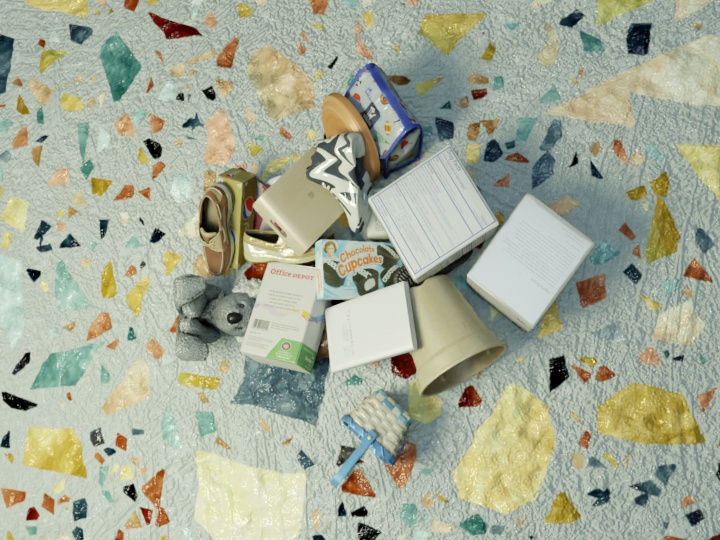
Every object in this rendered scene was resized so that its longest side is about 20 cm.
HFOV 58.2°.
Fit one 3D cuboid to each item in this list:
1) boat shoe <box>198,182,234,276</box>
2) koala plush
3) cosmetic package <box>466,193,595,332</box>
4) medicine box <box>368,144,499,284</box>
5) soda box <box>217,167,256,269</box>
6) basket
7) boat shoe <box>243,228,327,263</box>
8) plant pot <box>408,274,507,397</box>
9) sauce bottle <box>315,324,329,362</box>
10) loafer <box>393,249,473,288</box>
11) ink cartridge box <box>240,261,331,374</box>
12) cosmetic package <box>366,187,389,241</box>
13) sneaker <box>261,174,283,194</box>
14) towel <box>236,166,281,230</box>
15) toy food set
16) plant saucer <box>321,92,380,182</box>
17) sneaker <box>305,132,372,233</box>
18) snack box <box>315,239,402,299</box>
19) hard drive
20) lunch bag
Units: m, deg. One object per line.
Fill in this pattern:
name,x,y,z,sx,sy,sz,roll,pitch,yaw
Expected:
boat shoe,-0.312,-0.080,1.360,0.074,0.072,0.206,11,116,17
koala plush,-0.300,0.094,1.410,0.193,0.184,0.184,-3,92,-11
cosmetic package,0.330,-0.009,1.286,0.164,0.165,0.202,38,89,12
medicine box,0.144,-0.107,1.275,0.197,0.103,0.185,-32,79,4
soda box,-0.274,-0.112,1.412,0.062,0.068,0.205,16,117,14
basket,0.011,0.346,1.296,0.139,0.177,0.200,43,81,8
boat shoe,-0.159,-0.059,1.379,0.193,0.075,0.068,-3,119,6
plant pot,0.166,0.121,1.301,0.197,0.201,0.187,-29,67,5
sauce bottle,-0.056,0.141,1.389,0.198,0.066,0.067,-36,78,3
loafer,0.148,-0.013,1.367,0.196,0.071,0.074,-28,78,-14
ink cartridge box,-0.150,0.098,1.367,0.141,0.084,0.205,7,71,26
cosmetic package,0.112,-0.124,1.380,0.193,0.087,0.107,-4,84,9
sneaker,-0.127,-0.155,1.432,0.194,0.076,0.117,-12,79,6
towel,-0.215,-0.117,1.436,0.197,0.023,0.146,32,121,11
toy food set,-0.109,-0.149,1.357,0.144,0.060,0.200,46,71,-7
plant saucer,-0.027,-0.274,1.367,0.032,0.201,0.203,-30,77,-16
sneaker,-0.051,-0.178,1.317,0.126,0.080,0.204,7,126,28
snack box,0.000,0.000,1.354,0.195,0.037,0.120,1,82,-29
hard drive,0.018,0.116,1.294,0.196,0.025,0.136,-20,66,30
lunch bag,0.049,-0.313,1.349,0.122,0.200,0.172,-31,80,-9
